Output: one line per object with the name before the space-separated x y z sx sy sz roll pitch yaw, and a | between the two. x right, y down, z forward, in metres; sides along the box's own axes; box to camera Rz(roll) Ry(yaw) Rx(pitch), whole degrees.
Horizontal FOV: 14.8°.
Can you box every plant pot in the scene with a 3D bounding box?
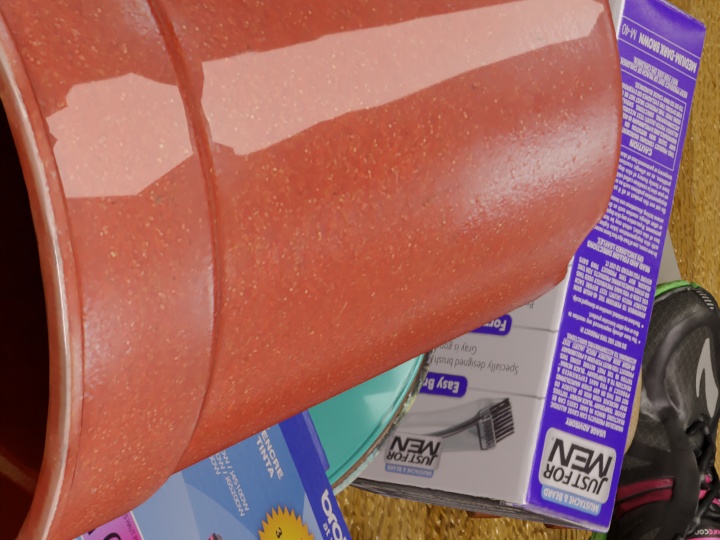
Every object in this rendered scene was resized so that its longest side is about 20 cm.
plant pot | -0.050 -0.037 0.714 0.195 0.200 0.202 -17 92 -35

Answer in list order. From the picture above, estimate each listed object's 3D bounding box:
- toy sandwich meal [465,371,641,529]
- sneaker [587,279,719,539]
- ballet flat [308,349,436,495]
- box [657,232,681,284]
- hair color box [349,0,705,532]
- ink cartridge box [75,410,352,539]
toy sandwich meal | 0.065 0.011 1.164 0.205 0.070 0.206 172 -90 -83
sneaker | 0.142 0.104 1.226 0.076 0.084 0.201 -1 100 -36
ballet flat | 0.000 0.000 1.022 0.069 0.071 0.201 26 83 -13
box | 0.105 -0.017 1.319 0.082 0.068 0.201 -16 90 -67
hair color box | 0.056 -0.008 1.058 0.065 0.109 0.201 23 77 -48
ink cartridge box | -0.066 0.084 0.859 0.137 0.076 0.200 69 22 -13
